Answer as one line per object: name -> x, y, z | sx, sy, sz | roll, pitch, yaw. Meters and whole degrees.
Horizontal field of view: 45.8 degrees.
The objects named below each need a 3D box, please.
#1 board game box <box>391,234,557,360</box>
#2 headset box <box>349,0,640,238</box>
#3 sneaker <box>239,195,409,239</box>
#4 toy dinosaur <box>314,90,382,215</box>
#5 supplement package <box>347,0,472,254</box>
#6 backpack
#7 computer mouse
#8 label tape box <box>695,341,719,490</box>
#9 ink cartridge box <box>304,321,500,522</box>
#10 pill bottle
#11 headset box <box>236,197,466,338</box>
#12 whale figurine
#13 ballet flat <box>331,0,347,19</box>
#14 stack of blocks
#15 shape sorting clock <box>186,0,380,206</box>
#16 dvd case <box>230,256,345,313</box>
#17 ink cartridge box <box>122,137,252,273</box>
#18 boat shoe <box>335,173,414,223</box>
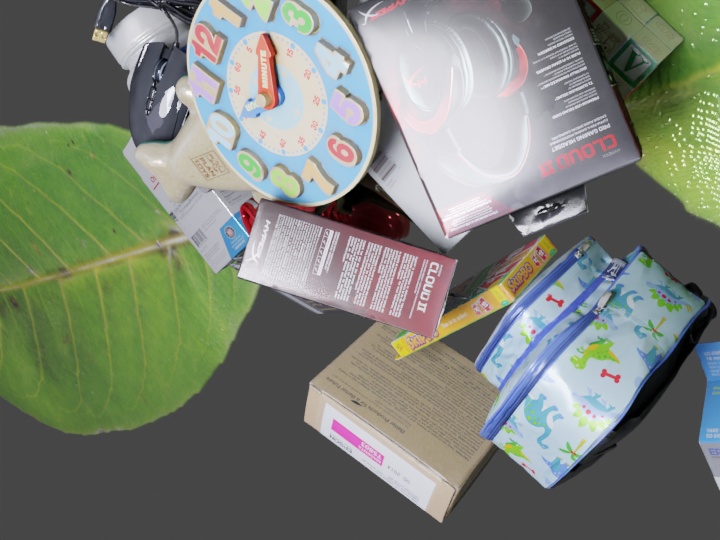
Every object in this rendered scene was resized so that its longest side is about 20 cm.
board game box -> 0.109, 0.033, 0.880 | 0.030, 0.096, 0.200 | 50, 140, -1
headset box -> 0.104, -0.127, 0.617 | 0.148, 0.075, 0.200 | -21, 95, 22
sneaker -> -0.051, -0.049, 0.951 | 0.200, 0.115, 0.079 | 12, 127, 37
toy dinosaur -> -0.023, -0.128, 0.749 | 0.088, 0.047, 0.200 | 27, 137, 43
supplement package -> 0.074, -0.148, 0.762 | 0.200, 0.111, 0.156 | 48, 140, 4
backpack -> 0.190, 0.083, 0.763 | 0.147, 0.200, 0.183 | 38, 140, 14
computer mouse -> -0.230, -0.203, 0.888 | 0.140, 0.046, 0.200 | 27, 121, 10
label tape box -> 0.384, 0.158, 0.747 | 0.144, 0.063, 0.200 | -13, 111, 47
ink cartridge box -> 0.062, 0.158, 0.968 | 0.200, 0.165, 0.075 | 34, 137, 20
pill bottle -> -0.191, -0.199, 0.967 | 0.114, 0.114, 0.200 | -27, 100, 50
headset box -> 0.000, 0.000, 0.793 | 0.199, 0.149, 0.075 | 18, 92, 1
whale figurine -> -0.129, -0.138, 0.861 | 0.200, 0.104, 0.159 | -19, 125, 28
ballet flat -> -0.039, -0.232, 0.838 | 0.046, 0.067, 0.200 | 9, 135, 6
stack of blocks -> 0.154, -0.222, 0.672 | 0.200, 0.059, 0.115 | 46, 140, 5
shape sorting clock -> -0.070, -0.145, 0.709 | 0.200, 0.039, 0.200 | 21, 127, 31
dvd case -> -0.038, 0.013, 1.002 | 0.200, 0.016, 0.149 | -6, 151, 45
ink cartridge box -> -0.202, -0.109, 1.082 | 0.200, 0.068, 0.116 | 52, 140, -3
boat shoe -> -0.011, -0.098, 0.890 | 0.202, 0.075, 0.075 | 18, 167, 33
